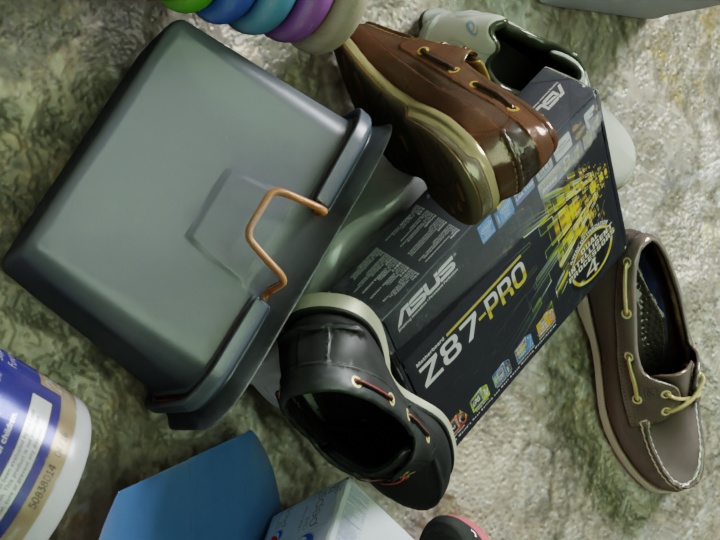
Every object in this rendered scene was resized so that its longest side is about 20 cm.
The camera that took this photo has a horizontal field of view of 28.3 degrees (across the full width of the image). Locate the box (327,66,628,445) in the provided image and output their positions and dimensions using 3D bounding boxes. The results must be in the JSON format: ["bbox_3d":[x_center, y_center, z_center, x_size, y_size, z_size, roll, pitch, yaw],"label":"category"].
[{"bbox_3d":[0.080,-0.002,0.880,0.200,0.049,0.162,-46,142,-17],"label":"box"}]

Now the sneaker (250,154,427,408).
[{"bbox_3d":[0.000,0.000,0.878,0.200,0.075,0.089,-54,129,-15],"label":"sneaker"}]

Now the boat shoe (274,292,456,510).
[{"bbox_3d":[0.004,0.092,0.817,0.202,0.073,0.063,60,29,-51],"label":"boat shoe"}]

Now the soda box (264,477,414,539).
[{"bbox_3d":[0.028,0.218,0.851,0.200,0.068,0.064,46,34,-19],"label":"soda box"}]

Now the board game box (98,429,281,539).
[{"bbox_3d":[-0.109,0.179,0.798,0.200,0.039,0.159,-18,110,-62],"label":"board game box"}]

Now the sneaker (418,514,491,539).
[{"bbox_3d":[0.103,0.226,0.945,0.087,0.073,0.201,-48,116,-39],"label":"sneaker"}]

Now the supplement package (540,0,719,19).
[{"bbox_3d":[0.196,-0.280,0.960,0.109,0.114,0.201,1,89,-32],"label":"supplement package"}]

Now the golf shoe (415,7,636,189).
[{"bbox_3d":[0.121,-0.104,0.927,0.199,0.097,0.079,25,76,-30],"label":"golf shoe"}]

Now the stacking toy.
[{"bbox_3d":[-0.094,-0.168,0.744,0.199,0.085,0.086,4,88,-35],"label":"stacking toy"}]

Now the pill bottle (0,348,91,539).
[{"bbox_3d":[-0.241,0.066,0.696,0.200,0.116,0.116,36,73,-27],"label":"pill bottle"}]

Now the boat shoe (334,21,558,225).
[{"bbox_3d":[0.044,-0.095,0.824,0.067,0.200,0.072,-29,128,-10],"label":"boat shoe"}]

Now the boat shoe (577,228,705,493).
[{"bbox_3d":[0.204,0.067,0.998,0.072,0.059,0.201,-23,102,-30],"label":"boat shoe"}]

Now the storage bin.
[{"bbox_3d":[-0.094,-0.032,0.781,0.134,0.145,0.201,34,73,-16],"label":"storage bin"}]
